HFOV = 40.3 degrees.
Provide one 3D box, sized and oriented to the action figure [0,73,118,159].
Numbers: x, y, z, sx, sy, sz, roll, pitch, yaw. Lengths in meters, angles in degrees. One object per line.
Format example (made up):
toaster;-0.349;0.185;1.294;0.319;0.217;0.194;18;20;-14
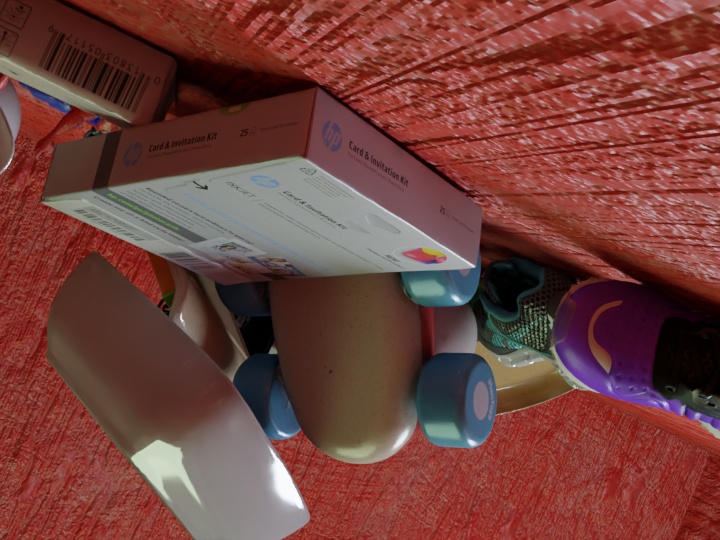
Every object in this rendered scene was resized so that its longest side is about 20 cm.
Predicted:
action figure;-0.255;-0.119;0.822;0.199;0.100;0.065;20;176;23

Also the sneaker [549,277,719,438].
sneaker;0.205;0.055;0.559;0.199;0.070;0.099;21;172;-25

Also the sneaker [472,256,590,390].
sneaker;0.122;0.023;0.724;0.091;0.078;0.200;42;170;-14

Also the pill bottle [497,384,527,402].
pill bottle;0.134;0.082;1.086;0.112;0.113;0.200;25;177;-21

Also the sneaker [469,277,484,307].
sneaker;0.098;0.065;0.956;0.074;0.084;0.200;14;153;-17

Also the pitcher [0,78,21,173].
pitcher;-0.398;-0.173;0.935;0.200;0.121;0.172;32;146;66

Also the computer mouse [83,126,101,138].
computer mouse;-0.150;-0.093;0.875;0.199;0.046;0.141;3;137;31

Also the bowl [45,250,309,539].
bowl;-0.136;0.103;0.682;0.199;0.075;0.200;37;158;38

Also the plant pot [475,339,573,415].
plant pot;0.138;0.085;0.904;0.199;0.028;0.200;-10;150;-6

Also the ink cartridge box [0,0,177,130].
ink cartridge box;-0.195;-0.129;0.610;0.162;0.057;0.200;24;172;-10

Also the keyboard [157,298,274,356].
keyboard;-0.124;0.040;0.863;0.104;0.040;0.200;44;-154;-13

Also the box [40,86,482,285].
box;-0.056;-0.037;0.556;0.199;0.041;0.156;-3;160;38

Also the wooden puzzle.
wooden puzzle;-0.137;-0.009;0.752;0.185;0.037;0.201;69;180;-60

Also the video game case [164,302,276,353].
video game case;-0.075;0.010;1.031;0.199;0.182;0.023;23;141;24

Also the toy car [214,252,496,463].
toy car;0.027;0.033;0.727;0.183;0.178;0.200;-4;-174;30
